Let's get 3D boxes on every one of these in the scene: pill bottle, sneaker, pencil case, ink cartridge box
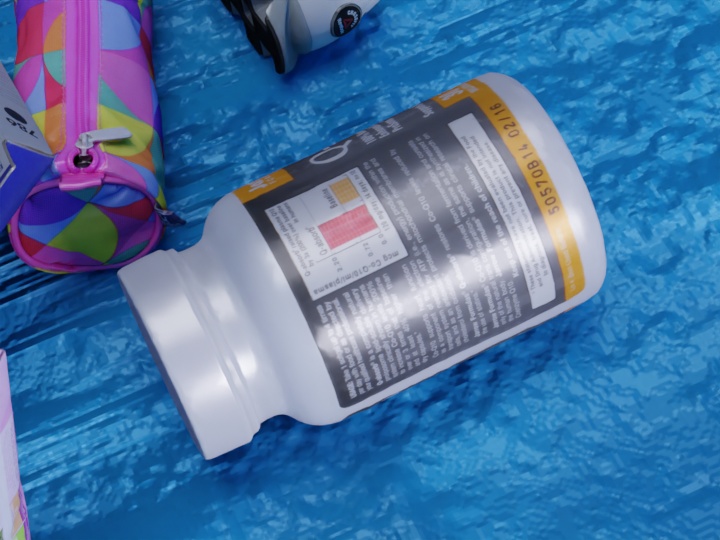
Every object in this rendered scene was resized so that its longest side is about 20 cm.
[{"bbox_3d":[0.000,0.000,0.935,0.200,0.116,0.116,-25,53,-8],"label":"pill bottle"},{"bbox_3d":[-0.055,-0.196,1.121,0.088,0.074,0.200,-31,64,-12],"label":"sneaker"},{"bbox_3d":[-0.139,-0.092,1.050,0.088,0.088,0.200,-11,52,3],"label":"pencil case"},{"bbox_3d":[-0.203,-0.051,1.002,0.099,0.039,0.200,-52,36,13],"label":"ink cartridge box"}]

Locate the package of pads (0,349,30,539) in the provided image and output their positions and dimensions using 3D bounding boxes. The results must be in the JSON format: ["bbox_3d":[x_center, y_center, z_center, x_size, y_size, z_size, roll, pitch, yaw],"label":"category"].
[{"bbox_3d":[-0.194,0.127,0.828,0.120,0.200,0.076,1,26,10],"label":"package of pads"}]
